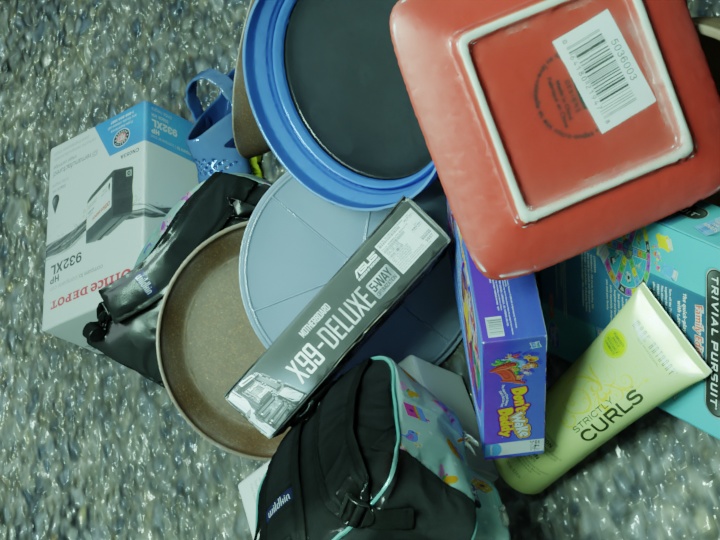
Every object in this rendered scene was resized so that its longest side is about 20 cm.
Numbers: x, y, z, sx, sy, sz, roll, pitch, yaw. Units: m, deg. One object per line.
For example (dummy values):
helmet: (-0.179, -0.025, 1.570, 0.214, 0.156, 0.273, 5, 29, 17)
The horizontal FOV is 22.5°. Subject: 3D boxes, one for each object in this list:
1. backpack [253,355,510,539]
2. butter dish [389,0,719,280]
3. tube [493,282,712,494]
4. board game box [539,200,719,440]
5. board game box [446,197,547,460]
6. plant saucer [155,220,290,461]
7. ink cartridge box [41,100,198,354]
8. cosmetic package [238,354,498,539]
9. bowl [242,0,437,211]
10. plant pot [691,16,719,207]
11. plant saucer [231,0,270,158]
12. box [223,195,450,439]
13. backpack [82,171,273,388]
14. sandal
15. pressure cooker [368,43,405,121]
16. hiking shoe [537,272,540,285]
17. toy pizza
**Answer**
backpack: (0.009, 0.167, 1.284, 0.176, 0.153, 0.200, -48, 25, 19)
butter dish: (0.126, -0.117, 1.233, 0.198, 0.201, 0.148, -22, 6, -8)
tube: (0.166, 0.092, 1.293, 0.200, 0.058, 0.052, -48, 24, 43)
board game box: (0.210, 0.018, 1.275, 0.200, 0.047, 0.152, 28, 132, 45)
board game box: (0.096, 0.014, 1.302, 0.044, 0.135, 0.201, -6, 49, -1)
plant saucer: (-0.072, 0.057, 1.506, 0.037, 0.199, 0.202, 171, 119, -79)
ink cartridge box: (-0.228, -0.039, 1.741, 0.144, 0.083, 0.201, -21, 59, 35)
cosmetic package: (0.003, 0.168, 1.443, 0.200, 0.071, 0.102, -38, 52, 25)
bowl: (-0.003, -0.146, 1.386, 0.200, 0.039, 0.202, 18, 120, 33)
plant pot: (0.267, -0.084, 1.265, 0.200, 0.092, 0.202, 30, 130, 44)
plant saucer: (-0.066, -0.194, 1.608, 0.034, 0.200, 0.202, 14, 80, 9)
box: (-0.014, 0.039, 1.381, 0.050, 0.158, 0.200, 42, 89, 3)
backpack: (-0.130, 0.008, 1.578, 0.201, 0.166, 0.127, -61, 9, -1)
sandal: (-0.132, -0.106, 1.680, 0.079, 0.087, 0.202, -12, 66, 38)
pressure cooker: (0.033, -0.192, 1.501, 0.200, 0.175, 0.180, 29, 112, 47)
hiking shoe: (0.205, -0.072, 1.377, 0.199, 0.074, 0.087, -33, 81, 22)
toy pizza: (0.000, 0.000, 1.478, 0.198, 0.032, 0.202, 0, 87, 0)
